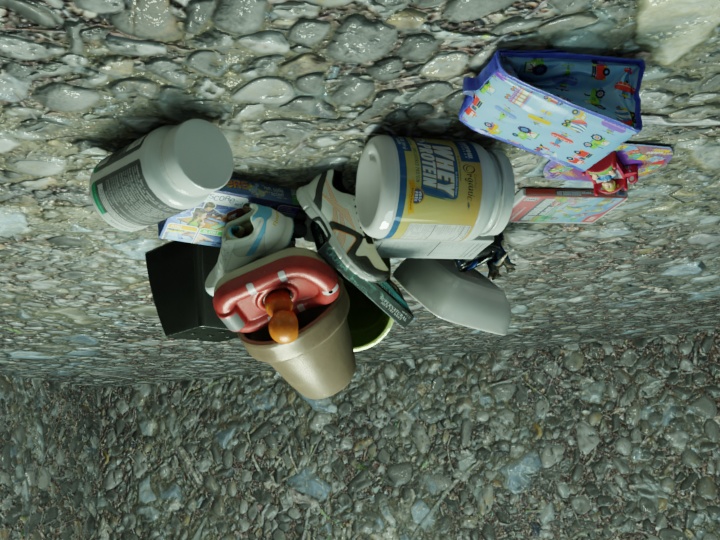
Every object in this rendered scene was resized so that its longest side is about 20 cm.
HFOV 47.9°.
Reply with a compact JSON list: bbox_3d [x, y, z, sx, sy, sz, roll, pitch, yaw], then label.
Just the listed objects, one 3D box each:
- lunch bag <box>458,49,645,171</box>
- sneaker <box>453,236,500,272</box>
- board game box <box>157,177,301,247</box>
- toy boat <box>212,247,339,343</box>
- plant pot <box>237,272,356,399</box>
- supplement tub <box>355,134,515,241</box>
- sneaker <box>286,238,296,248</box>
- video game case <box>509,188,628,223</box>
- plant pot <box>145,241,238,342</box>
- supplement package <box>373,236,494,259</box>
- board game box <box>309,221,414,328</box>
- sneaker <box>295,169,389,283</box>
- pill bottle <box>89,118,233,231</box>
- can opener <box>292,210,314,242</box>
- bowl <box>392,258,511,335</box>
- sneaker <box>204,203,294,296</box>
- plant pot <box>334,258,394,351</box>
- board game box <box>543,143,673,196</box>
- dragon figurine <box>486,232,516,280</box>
[{"bbox_3d":[0.218,-0.201,0.990,0.198,0.095,0.151,9,167,-9],"label":"lunch bag"},{"bbox_3d":[0.152,-0.049,1.460,0.198,0.113,0.073,-9,164,23],"label":"sneaker"},{"bbox_3d":[-0.210,-0.091,1.304,0.198,0.035,0.136,9,140,-28],"label":"board game box"},{"bbox_3d":[-0.125,0.055,1.269,0.198,0.131,0.131,-23,145,3],"label":"toy boat"},{"bbox_3d":[-0.089,0.122,1.411,0.199,0.201,0.175,-10,125,26],"label":"plant pot"},{"bbox_3d":[0.104,-0.115,1.160,0.198,0.146,0.145,1,165,-17],"label":"supplement tub"},{"bbox_3d":[-0.141,-0.041,1.477,0.199,0.074,0.111,21,-158,38],"label":"sneaker"},{"bbox_3d":[0.359,-0.115,1.467,0.198,0.018,0.143,0,165,-11],"label":"video game case"},{"bbox_3d":[-0.305,0.045,1.645,0.199,0.179,0.199,13,159,-44],"label":"plant pot"},{"bbox_3d":[0.107,-0.086,1.343,0.198,0.111,0.114,1,165,-12],"label":"supplement package"},{"bbox_3d":[0.000,0.000,1.338,0.200,0.028,0.135,42,-170,-22],"label":"board game box"},{"bbox_3d":[-0.016,-0.069,1.244,0.080,0.201,0.074,-40,172,15],"label":"sneaker"},{"bbox_3d":[-0.270,-0.129,1.098,0.199,0.114,0.113,-15,162,41],"label":"pill bottle"},{"bbox_3d":[-0.121,-0.079,1.444,0.199,0.053,0.066,11,159,-43],"label":"can opener"},{"bbox_3d":[0.181,0.033,1.528,0.198,0.075,0.200,17,-165,-33],"label":"bowl"},{"bbox_3d":[-0.195,-0.034,1.303,0.080,0.077,0.200,28,123,-32],"label":"sneaker"},{"bbox_3d":[-0.016,0.020,1.548,0.198,0.202,0.190,-6,-157,14],"label":"plant pot"},{"bbox_3d":[0.393,-0.152,1.281,0.198,0.039,0.158,1,165,-17],"label":"board game box"},{"bbox_3d":[0.251,-0.041,1.543,0.058,0.100,0.200,-26,168,13],"label":"dragon figurine"}]
